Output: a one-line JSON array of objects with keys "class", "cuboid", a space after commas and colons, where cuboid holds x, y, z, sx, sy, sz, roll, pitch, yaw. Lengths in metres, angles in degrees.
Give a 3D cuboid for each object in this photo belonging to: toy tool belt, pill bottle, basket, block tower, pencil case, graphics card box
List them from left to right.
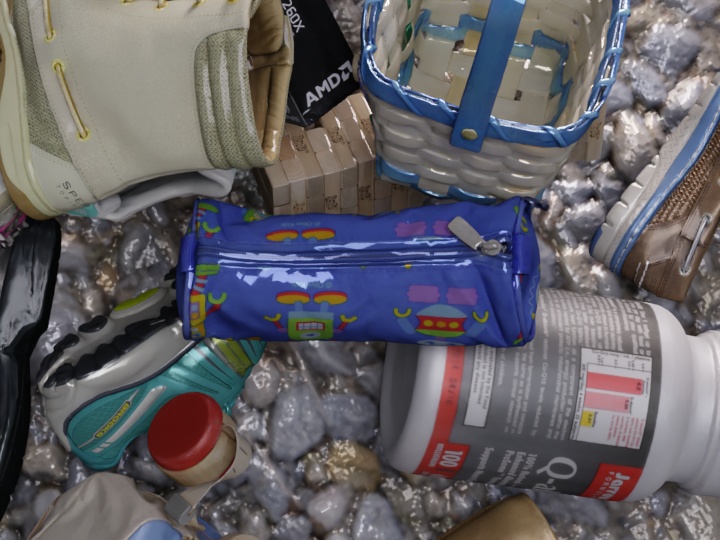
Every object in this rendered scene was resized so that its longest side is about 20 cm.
[{"class": "toy tool belt", "cuboid": [-0.118, 0.171, 1.477, 0.200, 0.125, 0.123, -49, 134, -4]}, {"class": "graphics card box", "cuboid": [-0.086, -0.177, 1.457, 0.051, 0.125, 0.200, -38, 118, -22]}, {"class": "pencil case", "cuboid": [0.000, 0.000, 1.426, 0.200, 0.087, 0.078, 0, 69, 4]}, {"class": "block tower", "cuboid": [0.037, -0.075, 1.536, 0.200, 0.054, 0.058, -14, 53, -11]}, {"class": "basket", "cuboid": [0.072, -0.136, 1.418, 0.139, 0.200, 0.176, 18, 49, -2]}, {"class": "pill bottle", "cuboid": [0.119, 0.069, 1.519, 0.200, 0.116, 0.116, 8, 84, -10]}]

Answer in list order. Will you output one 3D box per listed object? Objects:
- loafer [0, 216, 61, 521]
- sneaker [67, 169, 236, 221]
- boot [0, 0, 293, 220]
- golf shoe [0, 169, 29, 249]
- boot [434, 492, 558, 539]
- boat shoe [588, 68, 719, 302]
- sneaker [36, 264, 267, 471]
[{"class": "loafer", "cuboid": [-0.217, 0.063, 1.484, 0.072, 0.073, 0.200, 10, 74, -1]}, {"class": "sneaker", "cuboid": [-0.165, -0.057, 1.457, 0.200, 0.089, 0.075, -9, 131, -3]}, {"class": "boot", "cuboid": [-0.113, -0.135, 1.391, 0.155, 0.072, 0.200, -11, 74, 23]}, {"class": "golf shoe", "cuboid": [-0.267, -0.011, 1.436, 0.200, 0.073, 0.092, -28, 92, 21]}, {"class": "boot", "cuboid": [0.047, 0.246, 1.519, 0.200, 0.066, 0.175, -26, 91, -13]}, {"class": "boat shoe", "cuboid": [0.220, -0.068, 1.568, 0.072, 0.072, 0.200, 37, 90, 10]}, {"class": "sneaker", "cuboid": [-0.088, 0.041, 1.515, 0.200, 0.078, 0.080, -29, 119, -14]}]
